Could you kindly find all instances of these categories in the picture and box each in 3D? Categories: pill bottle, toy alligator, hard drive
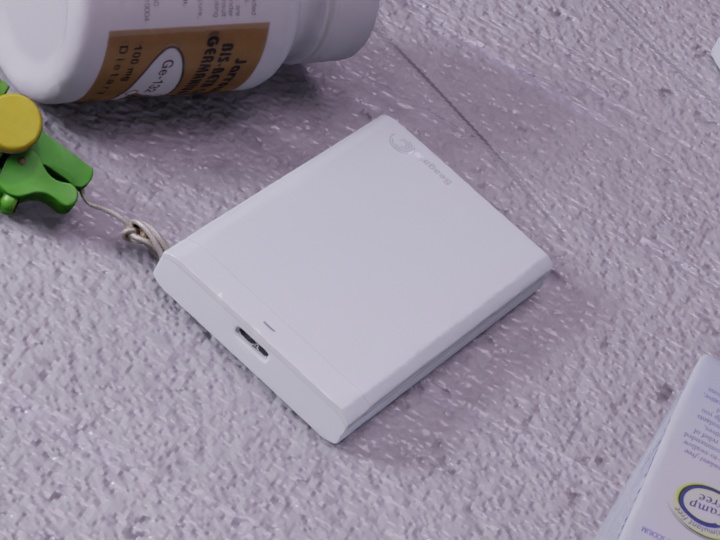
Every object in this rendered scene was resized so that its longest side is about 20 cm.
[{"bbox_3d":[-0.095,-0.154,1.504,0.199,0.115,0.115,-7,50,-33],"label":"pill bottle"},{"bbox_3d":[-0.184,-0.058,1.405,0.200,0.059,0.054,44,76,-4],"label":"toy alligator"},{"bbox_3d":[0.000,0.000,1.454,0.132,0.026,0.200,42,42,12],"label":"hard drive"}]

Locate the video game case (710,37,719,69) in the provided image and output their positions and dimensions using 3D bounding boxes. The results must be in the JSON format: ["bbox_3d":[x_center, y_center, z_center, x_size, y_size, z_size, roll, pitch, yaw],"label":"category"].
[{"bbox_3d":[0.336,-0.093,1.750,0.199,0.017,0.143,0,47,-29],"label":"video game case"}]

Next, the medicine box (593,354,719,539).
[{"bbox_3d":[0.136,0.174,1.221,0.103,0.183,0.200,28,40,3],"label":"medicine box"}]
